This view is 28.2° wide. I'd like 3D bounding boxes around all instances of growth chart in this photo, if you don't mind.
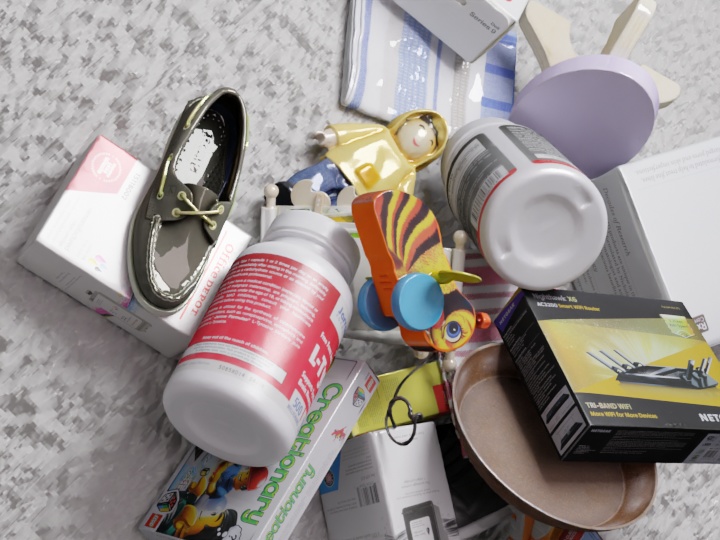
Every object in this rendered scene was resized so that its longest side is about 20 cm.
[{"bbox_3d":[0.000,0.000,1.269,0.199,0.018,0.145,12,100,11],"label":"growth chart"}]

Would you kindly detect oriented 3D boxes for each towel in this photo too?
[{"bbox_3d":[0.139,0.072,1.313,0.146,0.030,0.201,-5,74,-30],"label":"towel"},{"bbox_3d":[0.073,-0.206,1.453,0.199,0.024,0.148,15,69,-25],"label":"towel"}]

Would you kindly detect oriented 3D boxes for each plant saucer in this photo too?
[{"bbox_3d":[0.160,0.146,1.224,0.200,0.035,0.201,19,39,-16],"label":"plant saucer"}]

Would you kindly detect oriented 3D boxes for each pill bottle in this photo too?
[{"bbox_3d":[-0.073,0.051,1.182,0.112,0.112,0.200,36,54,-15],"label":"pill bottle"},{"bbox_3d":[0.141,-0.068,1.309,0.113,0.200,0.114,-3,111,-9],"label":"pill bottle"}]

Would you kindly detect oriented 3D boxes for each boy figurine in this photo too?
[{"bbox_3d":[0.009,-0.088,1.358,0.200,0.064,0.125,-31,88,-29],"label":"boy figurine"}]

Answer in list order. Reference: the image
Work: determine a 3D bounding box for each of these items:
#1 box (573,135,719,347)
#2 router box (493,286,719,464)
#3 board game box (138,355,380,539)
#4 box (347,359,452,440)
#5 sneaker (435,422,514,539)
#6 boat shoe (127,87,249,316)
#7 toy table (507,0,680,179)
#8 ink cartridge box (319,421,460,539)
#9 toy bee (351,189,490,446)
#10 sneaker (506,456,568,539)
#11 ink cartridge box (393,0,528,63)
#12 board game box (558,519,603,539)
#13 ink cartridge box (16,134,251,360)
[{"bbox_3d":[0.329,-0.016,1.472,0.198,0.131,0.201,-16,83,-32],"label":"box"},{"bbox_3d":[0.235,0.093,1.268,0.199,0.052,0.158,5,44,-32],"label":"router box"},{"bbox_3d":[-0.083,0.153,1.197,0.200,0.126,0.035,-58,135,-29],"label":"board game box"},{"bbox_3d":[0.055,0.114,1.315,0.199,0.075,0.050,-10,80,-32],"label":"box"},{"bbox_3d":[0.120,0.176,1.331,0.199,0.071,0.100,-22,91,-28],"label":"sneaker"},{"bbox_3d":[-0.140,-0.061,1.189,0.072,0.060,0.202,23,63,-21],"label":"boat shoe"},{"bbox_3d":[0.230,-0.182,1.427,0.184,0.200,0.117,34,57,-20],"label":"toy table"},{"bbox_3d":[0.030,0.241,1.237,0.066,0.116,0.201,-6,78,-31],"label":"ink cartridge box"},{"bbox_3d":[0.052,0.027,1.205,0.108,0.131,0.201,-12,116,-35],"label":"toy bee"},{"bbox_3d":[0.167,0.258,1.289,0.077,0.078,0.201,2,115,-40],"label":"sneaker"},{"bbox_3d":[0.114,-0.333,1.459,0.145,0.087,0.200,36,51,-11],"label":"ink cartridge box"},{"bbox_3d":[0.194,0.293,1.279,0.103,0.019,0.200,-57,148,-12],"label":"board game box"},{"bbox_3d":[-0.175,-0.008,1.228,0.200,0.067,0.117,34,61,-16],"label":"ink cartridge box"}]
